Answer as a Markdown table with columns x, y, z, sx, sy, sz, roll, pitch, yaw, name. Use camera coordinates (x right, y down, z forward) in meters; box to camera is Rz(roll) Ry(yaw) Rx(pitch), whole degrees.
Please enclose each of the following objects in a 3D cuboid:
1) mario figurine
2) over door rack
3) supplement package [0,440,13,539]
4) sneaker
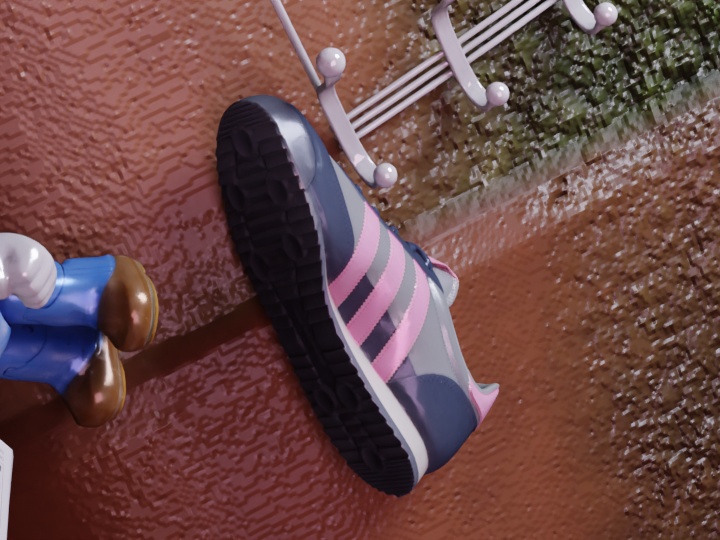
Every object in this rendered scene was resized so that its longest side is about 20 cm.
| x | y | z | sx | sy | sz | roll | pitch | yaw | name |
| --- | --- | --- | --- | --- | --- | --- | --- | --- | --- |
| -0.189 | 0.037 | 1.062 | 0.199 | 0.106 | 0.124 | 4 | 99 | -24 | mario figurine |
| 0.017 | -0.156 | 1.131 | 0.148 | 0.067 | 0.200 | -35 | 110 | -14 | over door rack |
| -0.257 | 0.087 | 0.972 | 0.155 | 0.111 | 0.200 | -22 | 135 | 20 | supplement package |
| 0.000 | 0.000 | 1.160 | 0.082 | 0.070 | 0.201 | -34 | 112 | -33 | sneaker |
